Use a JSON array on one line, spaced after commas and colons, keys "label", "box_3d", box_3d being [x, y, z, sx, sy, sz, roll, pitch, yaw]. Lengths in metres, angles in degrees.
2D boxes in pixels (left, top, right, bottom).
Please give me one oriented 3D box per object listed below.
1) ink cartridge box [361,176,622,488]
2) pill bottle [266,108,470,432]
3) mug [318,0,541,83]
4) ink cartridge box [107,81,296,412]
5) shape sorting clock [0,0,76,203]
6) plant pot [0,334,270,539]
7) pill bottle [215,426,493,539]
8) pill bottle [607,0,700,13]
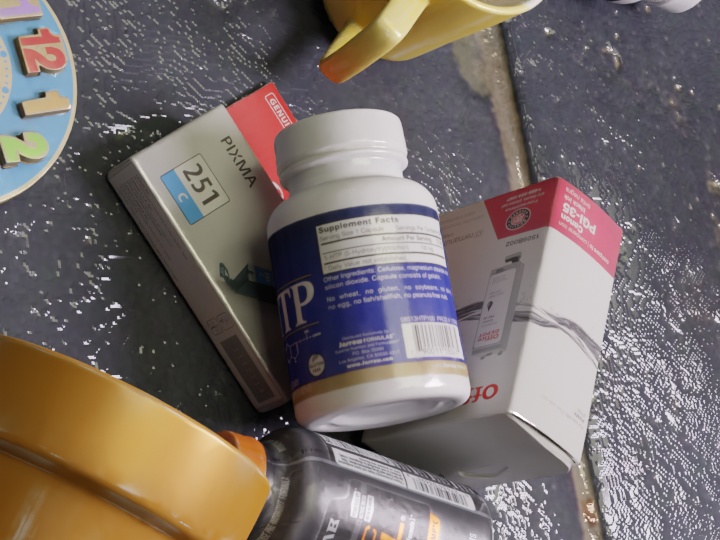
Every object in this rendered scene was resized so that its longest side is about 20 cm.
[{"label": "ink cartridge box", "box_3d": [0.098, 0.048, 1.219, 0.083, 0.146, 0.200, 38, 53, -32]}, {"label": "pill bottle", "box_3d": [0.000, 0.000, 1.130, 0.120, 0.120, 0.200, 1, 72, -37]}, {"label": "mug", "box_3d": [0.032, -0.232, 1.282, 0.186, 0.153, 0.150, -16, 83, -40]}, {"label": "ink cartridge box", "box_3d": [-0.059, -0.027, 1.203, 0.176, 0.045, 0.200, -36, 96, -39]}, {"label": "shape sorting clock", "box_3d": [-0.276, -0.134, 1.083, 0.200, 0.039, 0.200, 15, 64, -32]}, {"label": "plant pot", "box_3d": [-0.179, 0.162, 0.953, 0.200, 0.200, 0.183, 34, 70, -23]}, {"label": "pill bottle", "box_3d": [-0.018, 0.168, 1.117, 0.200, 0.106, 0.106, 22, 60, -28]}, {"label": "pill bottle", "box_3d": [0.219, -0.304, 1.477, 0.200, 0.120, 0.120, 18, 62, -32]}]
